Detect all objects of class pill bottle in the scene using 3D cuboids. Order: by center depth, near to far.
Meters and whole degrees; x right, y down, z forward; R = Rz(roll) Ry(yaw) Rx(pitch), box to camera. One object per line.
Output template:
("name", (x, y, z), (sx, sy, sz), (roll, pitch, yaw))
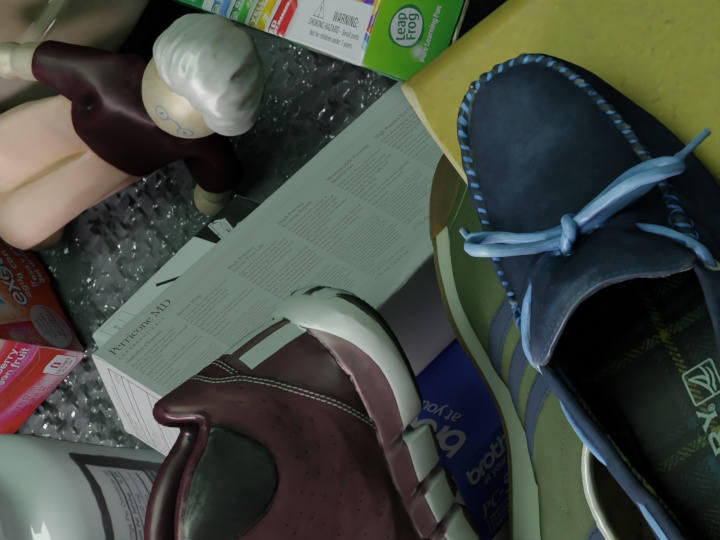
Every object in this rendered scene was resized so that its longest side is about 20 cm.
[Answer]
("pill bottle", (-0.116, 0.123, 1.073), (0.110, 0.200, 0.111), (-8, 77, 39))

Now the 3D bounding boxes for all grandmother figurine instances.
("grandmother figurine", (-0.102, -0.059, 1.149), (0.200, 0.121, 0.061), (-24, 48, 53))

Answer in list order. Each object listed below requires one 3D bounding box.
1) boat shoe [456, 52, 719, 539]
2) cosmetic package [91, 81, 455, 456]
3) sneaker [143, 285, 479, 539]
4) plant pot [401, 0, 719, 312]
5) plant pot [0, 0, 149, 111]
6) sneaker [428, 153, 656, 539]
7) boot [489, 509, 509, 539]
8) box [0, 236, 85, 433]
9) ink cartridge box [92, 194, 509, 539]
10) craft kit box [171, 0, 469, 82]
("boat shoe", (0.084, 0.009, 0.772), (0.084, 0.069, 0.200), (-42, 58, 13))
("cosmetic package", (0.000, 0.000, 1.027), (0.082, 0.051, 0.200), (30, 61, 37))
("sneaker", (-0.013, 0.115, 0.931), (0.200, 0.115, 0.076), (63, 155, -4))
("plant pot", (0.175, -0.041, 0.882), (0.200, 0.194, 0.196), (-45, 57, 17))
("plant pot", (-0.199, -0.185, 1.188), (0.200, 0.173, 0.201), (-20, 63, 48))
("sneaker", (0.086, 0.035, 0.946), (0.090, 0.067, 0.201), (-29, 68, 54))
("boot", (0.079, 0.199, 0.986), (0.200, 0.073, 0.182), (41, 94, 29))
("box", (-0.235, 0.061, 1.245), (0.200, 0.100, 0.096), (-46, 57, 24))
("ink cartridge box", (-0.004, 0.036, 1.067), (0.200, 0.044, 0.094), (18, 53, 40))
("craft kit box", (-0.001, -0.187, 1.099), (0.200, 0.048, 0.198), (24, 95, 58))
